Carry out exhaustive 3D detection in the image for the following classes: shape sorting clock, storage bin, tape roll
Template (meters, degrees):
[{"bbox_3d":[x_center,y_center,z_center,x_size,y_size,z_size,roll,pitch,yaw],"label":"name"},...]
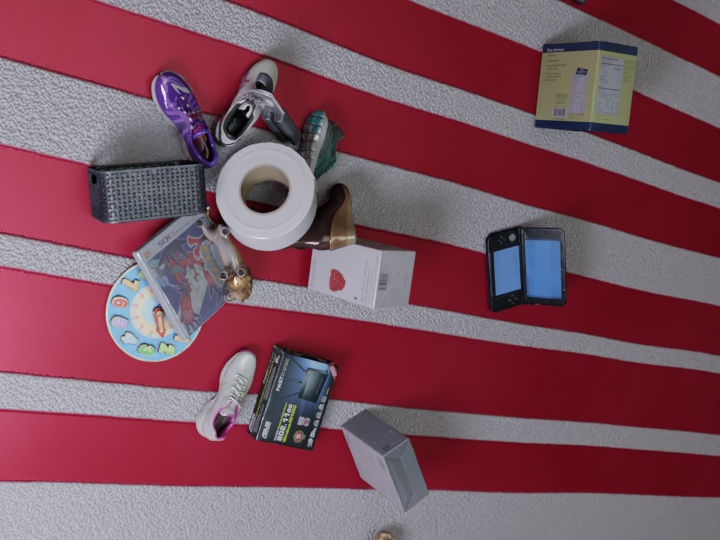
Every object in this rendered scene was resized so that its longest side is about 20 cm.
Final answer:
[{"bbox_3d":[-0.402,0.080,1.619,0.196,0.039,0.206,-7,103,-30],"label":"shape sorting clock"},{"bbox_3d":[-0.395,-0.149,1.521,0.196,0.134,0.096,-10,105,-29],"label":"storage bin"},{"bbox_3d":[-0.183,-0.147,1.621,0.196,0.071,0.208,-1,71,2],"label":"tape roll"}]

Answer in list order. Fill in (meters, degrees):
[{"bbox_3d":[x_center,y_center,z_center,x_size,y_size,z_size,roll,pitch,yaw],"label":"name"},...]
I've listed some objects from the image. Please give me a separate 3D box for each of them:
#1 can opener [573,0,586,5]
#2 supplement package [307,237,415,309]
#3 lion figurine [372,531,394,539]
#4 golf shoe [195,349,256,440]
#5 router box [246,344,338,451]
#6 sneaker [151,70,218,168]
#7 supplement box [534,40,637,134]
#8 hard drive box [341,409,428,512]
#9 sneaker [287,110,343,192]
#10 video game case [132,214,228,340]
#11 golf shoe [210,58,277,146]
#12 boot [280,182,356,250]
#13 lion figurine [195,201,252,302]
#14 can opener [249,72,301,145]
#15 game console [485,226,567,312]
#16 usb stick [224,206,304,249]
[{"bbox_3d":[0.509,-0.733,1.994,0.198,0.063,0.080,32,84,-32],"label":"can opener"},{"bbox_3d":[0.000,0.000,1.737,0.118,0.197,0.125,-1,101,-48],"label":"supplement package"},{"bbox_3d":[0.076,0.726,2.016,0.200,0.071,0.124,47,67,-43],"label":"lion figurine"},{"bbox_3d":[-0.266,0.264,1.708,0.075,0.091,0.204,30,83,-30],"label":"golf shoe"},{"bbox_3d":[-0.148,0.281,1.798,0.147,0.062,0.205,17,91,-31],"label":"router box"},{"bbox_3d":[-0.324,-0.289,1.569,0.080,0.083,0.203,-38,115,-19],"label":"sneaker"},{"bbox_3d":[0.545,-0.443,1.992,0.131,0.199,0.206,-1,101,-30],"label":"supplement box"},{"bbox_3d":[0.053,0.430,1.867,0.076,0.199,0.159,-29,114,-22],"label":"hard drive box"},{"bbox_3d":[-0.088,-0.228,1.728,0.090,0.077,0.205,23,85,-39],"label":"sneaker"},{"bbox_3d":[-0.336,0.000,1.616,0.182,0.023,0.203,-46,122,-40],"label":"video game case"},{"bbox_3d":[-0.216,-0.330,1.620,0.072,0.092,0.203,34,80,-26],"label":"golf shoe"},{"bbox_3d":[-0.099,-0.115,1.711,0.162,0.202,0.074,-3,130,-8],"label":"boot"},{"bbox_3d":[-0.265,-0.034,1.626,0.071,0.122,0.205,-16,91,-1],"label":"lion figurine"},{"bbox_3d":[-0.162,-0.320,1.621,0.200,0.052,0.068,49,57,-69],"label":"can opener"},{"bbox_3d":[0.414,0.001,2.049,0.167,0.118,0.206,-14,106,-28],"label":"game console"},{"bbox_3d":[-0.190,-0.091,1.717,0.196,0.032,0.057,16,88,-32],"label":"usb stick"}]
